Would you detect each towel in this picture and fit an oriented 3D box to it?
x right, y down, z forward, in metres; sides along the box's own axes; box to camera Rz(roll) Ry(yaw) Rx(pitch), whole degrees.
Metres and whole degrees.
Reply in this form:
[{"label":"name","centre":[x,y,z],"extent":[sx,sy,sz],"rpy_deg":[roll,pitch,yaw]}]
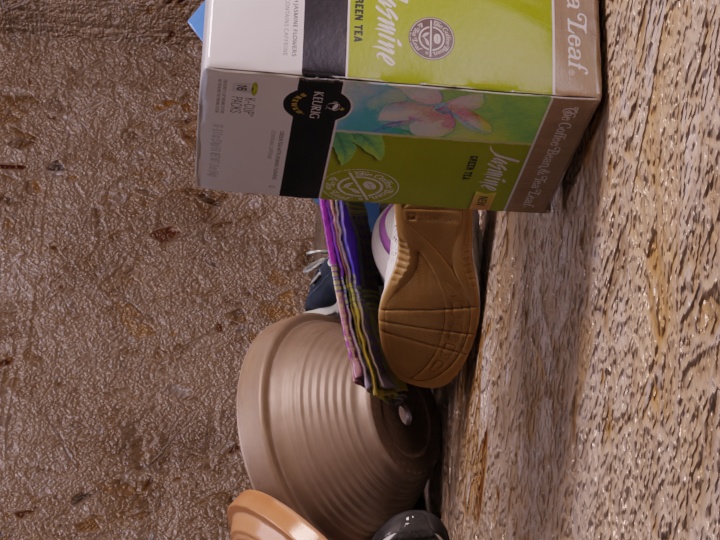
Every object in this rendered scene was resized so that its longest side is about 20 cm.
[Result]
[{"label":"towel","centre":[0.000,0.000,1.375],"extent":[0.144,0.023,0.202],"rpy_deg":[37,-138,-76]}]

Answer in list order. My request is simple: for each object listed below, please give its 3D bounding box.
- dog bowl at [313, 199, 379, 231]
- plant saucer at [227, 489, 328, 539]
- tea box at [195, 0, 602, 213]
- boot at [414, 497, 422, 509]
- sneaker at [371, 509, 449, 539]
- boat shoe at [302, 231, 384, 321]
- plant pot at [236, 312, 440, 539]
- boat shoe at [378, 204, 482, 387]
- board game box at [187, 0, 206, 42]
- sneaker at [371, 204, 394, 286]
[{"label":"dog bowl","centre":[-0.007,-0.052,1.656],"extent":[0.201,0.049,0.112],"rpy_deg":[60,-178,-17]},{"label":"plant saucer","centre":[-0.031,0.249,1.397],"extent":[0.032,0.200,0.201],"rpy_deg":[-40,-15,-20]},{"label":"tea box","centre":[0.017,-0.151,0.974],"extent":[0.134,0.194,0.202],"rpy_deg":[104,169,-65]},{"label":"boot","centre":[0.014,0.222,1.655],"extent":[0.200,0.072,0.146],"rpy_deg":[-135,48,-74]},{"label":"sneaker","centre":[0.029,0.218,1.404],"extent":[0.201,0.073,0.081],"rpy_deg":[101,174,-59]},{"label":"boat shoe","centre":[-0.009,0.009,1.549],"extent":[0.200,0.074,0.063],"rpy_deg":[134,132,-80]},{"label":"plant pot","centre":[-0.001,0.125,1.468],"extent":[0.200,0.092,0.203],"rpy_deg":[31,-130,-46]},{"label":"boat shoe","centre":[0.054,-0.013,1.299],"extent":[0.070,0.070,0.202],"rpy_deg":[-71,-12,-56]},{"label":"board game box","centre":[-0.034,-0.140,1.529],"extent":[0.152,0.045,0.199],"rpy_deg":[52,-164,30]},{"label":"sneaker","centre":[0.051,-0.030,1.429],"extent":[0.201,0.074,0.100],"rpy_deg":[-89,-12,-50]}]
